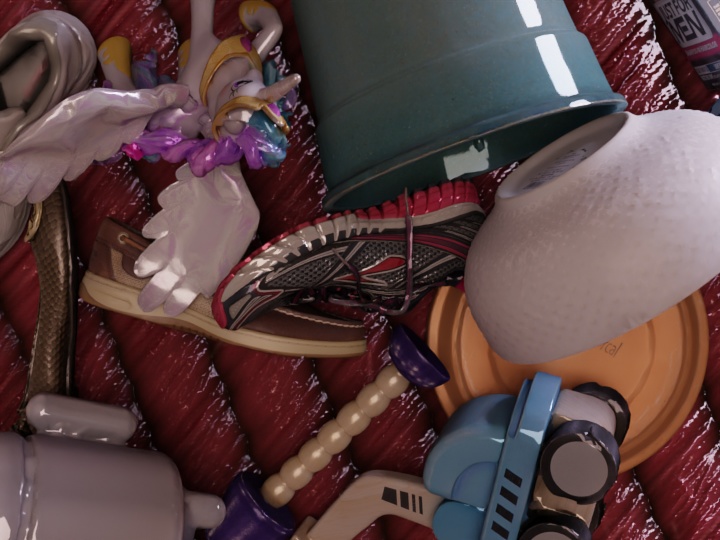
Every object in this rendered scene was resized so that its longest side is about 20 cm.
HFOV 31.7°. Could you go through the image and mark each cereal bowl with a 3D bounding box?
[{"bbox_3d":[0.142,-0.035,0.758,0.199,0.200,0.084,-33,102,1],"label":"cereal bowl"}]

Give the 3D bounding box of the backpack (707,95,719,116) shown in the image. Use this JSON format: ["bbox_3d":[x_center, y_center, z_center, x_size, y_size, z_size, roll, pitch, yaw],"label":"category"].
[{"bbox_3d":[0.329,-0.057,0.830,0.182,0.135,0.201,-34,91,0],"label":"backpack"}]

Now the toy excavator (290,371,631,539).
[{"bbox_3d":[0.062,0.148,0.847,0.199,0.100,0.196,17,109,13],"label":"toy excavator"}]

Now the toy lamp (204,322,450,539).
[{"bbox_3d":[-0.026,0.123,0.867,0.200,0.058,0.058,-42,94,8],"label":"toy lamp"}]

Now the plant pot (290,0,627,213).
[{"bbox_3d":[0.040,-0.160,0.797,0.199,0.200,0.197,-19,86,0],"label":"plant pot"}]

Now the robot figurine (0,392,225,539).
[{"bbox_3d":[-0.189,0.166,0.813,0.199,0.113,0.171,13,70,-24],"label":"robot figurine"}]

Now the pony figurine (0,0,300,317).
[{"bbox_3d":[-0.116,-0.095,0.787,0.193,0.201,0.166,-41,128,19],"label":"pony figurine"}]

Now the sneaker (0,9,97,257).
[{"bbox_3d":[-0.247,-0.084,0.832,0.078,0.099,0.201,24,93,-2],"label":"sneaker"}]

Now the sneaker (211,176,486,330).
[{"bbox_3d":[0.000,0.000,0.816,0.199,0.081,0.075,-18,83,-19],"label":"sneaker"}]

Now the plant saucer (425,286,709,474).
[{"bbox_3d":[0.145,0.050,0.884,0.199,0.032,0.202,0,94,-2],"label":"plant saucer"}]

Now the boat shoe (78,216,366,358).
[{"bbox_3d":[-0.087,0.010,0.859,0.199,0.072,0.072,15,92,2],"label":"boat shoe"}]

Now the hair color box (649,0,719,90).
[{"bbox_3d":[0.210,-0.218,0.832,0.060,0.100,0.201,-34,93,3],"label":"hair color box"}]

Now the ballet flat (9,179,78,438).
[{"bbox_3d":[-0.215,0.036,0.861,0.046,0.067,0.202,0,100,-9],"label":"ballet flat"}]
